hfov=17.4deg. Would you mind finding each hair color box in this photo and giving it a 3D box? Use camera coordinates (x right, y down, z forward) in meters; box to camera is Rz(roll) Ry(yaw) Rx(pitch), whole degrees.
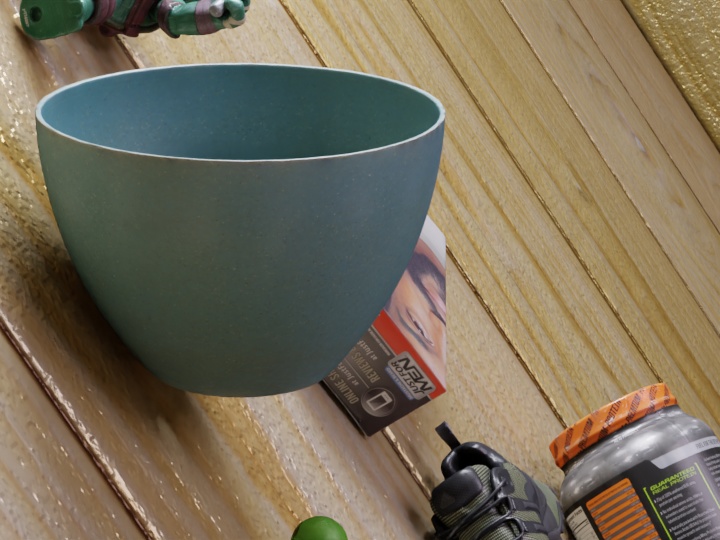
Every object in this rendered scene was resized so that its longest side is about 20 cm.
[{"bbox_3d":[0.000,0.000,1.456,0.111,0.064,0.200,51,19,-22],"label":"hair color box"}]

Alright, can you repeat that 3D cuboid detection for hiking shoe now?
[{"bbox_3d":[0.079,0.170,1.390,0.101,0.076,0.200,41,14,-23],"label":"hiking shoe"}]

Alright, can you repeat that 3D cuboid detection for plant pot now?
[{"bbox_3d":[-0.059,-0.016,1.162,0.200,0.199,0.135,-63,155,-70],"label":"plant pot"}]

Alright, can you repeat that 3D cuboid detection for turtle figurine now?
[{"bbox_3d":[-0.128,-0.179,1.353,0.150,0.101,0.200,48,29,19],"label":"turtle figurine"}]

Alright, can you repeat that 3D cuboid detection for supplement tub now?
[{"bbox_3d":[0.219,0.188,1.634,0.201,0.122,0.122,63,18,14],"label":"supplement tub"}]

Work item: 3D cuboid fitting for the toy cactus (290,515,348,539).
[{"bbox_3d":[-0.012,0.214,1.024,0.165,0.102,0.201,53,17,-47],"label":"toy cactus"}]
